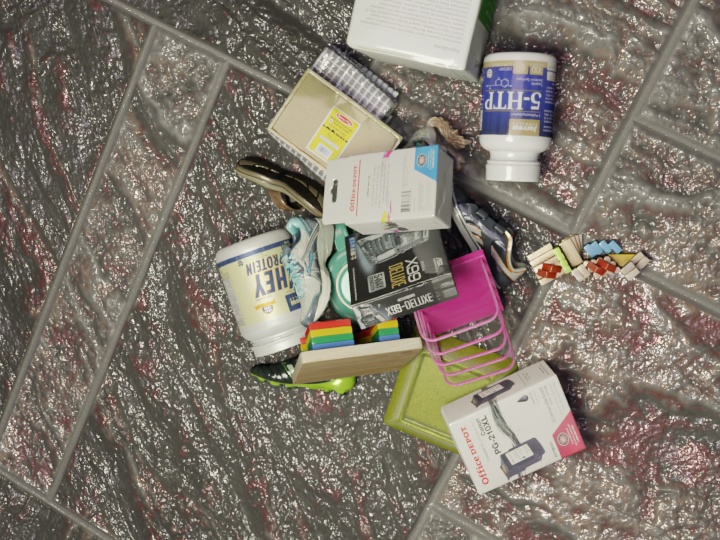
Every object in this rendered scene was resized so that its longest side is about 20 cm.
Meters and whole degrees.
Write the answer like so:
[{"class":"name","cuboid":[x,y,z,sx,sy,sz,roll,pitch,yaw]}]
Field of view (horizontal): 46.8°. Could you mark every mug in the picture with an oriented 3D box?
[{"class":"mug","cuboid":[-0.001,0.011,1.460,0.184,0.114,0.153,30,103,9]}]

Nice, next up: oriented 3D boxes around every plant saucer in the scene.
[{"class":"plant saucer","cuboid":[0.155,0.225,1.480,0.198,0.048,0.202,20,101,11]}]

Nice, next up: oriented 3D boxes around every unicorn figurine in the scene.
[{"class":"unicorn figurine","cuboid":[0.086,-0.187,1.445,0.200,0.074,0.138,-42,85,-1]}]

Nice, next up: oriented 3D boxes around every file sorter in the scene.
[{"class":"file sorter","cuboid":[0.168,0.087,1.357,0.138,0.200,0.126,-20,57,8]}]

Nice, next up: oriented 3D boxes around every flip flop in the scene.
[{"class":"flip flop","cuboid":[-0.140,-0.143,1.503,0.198,0.081,0.058,25,119,12]}]

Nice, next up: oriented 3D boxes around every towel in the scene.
[{"class":"towel","cuboid":[-0.048,-0.272,1.455,0.165,0.086,0.201,40,104,6]}]

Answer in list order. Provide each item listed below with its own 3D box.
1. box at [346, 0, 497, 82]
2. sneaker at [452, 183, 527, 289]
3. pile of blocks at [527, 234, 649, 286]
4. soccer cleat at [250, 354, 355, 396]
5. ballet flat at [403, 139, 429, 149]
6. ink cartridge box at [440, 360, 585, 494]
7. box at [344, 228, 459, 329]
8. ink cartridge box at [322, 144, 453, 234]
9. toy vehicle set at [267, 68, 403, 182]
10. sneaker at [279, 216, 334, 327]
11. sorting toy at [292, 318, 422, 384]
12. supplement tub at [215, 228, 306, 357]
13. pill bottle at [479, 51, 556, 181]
[{"class":"box","cuboid":[0.106,-0.414,1.339,0.198,0.199,0.173,16,101,12]},{"class":"sneaker","cuboid":[0.215,-0.069,1.416,0.079,0.078,0.201,-25,101,20]},{"class":"pile of blocks","cuboid":[0.379,-0.019,1.387,0.198,0.062,0.083,-5,95,14]},{"class":"soccer cleat","cuboid":[-0.105,0.181,1.539,0.198,0.068,0.082,6,88,7]},{"class":"ballet flat","cuboid":[0.093,-0.115,1.395,0.071,0.072,0.202,4,116,14]},{"class":"ink cartridge box","cuboid":[0.255,0.265,1.407,0.198,0.084,0.146,-25,102,2]},{"class":"box","cuboid":[0.059,-0.008,1.299,0.156,0.201,0.050,-19,123,8]},{"class":"ink cartridge box","cuboid":[0.043,-0.123,1.318,0.198,0.068,0.117,-2,76,29]},{"class":"toy vehicle set","cuboid":[-0.042,-0.228,1.397,0.199,0.027,0.125,36,93,0]},{"class":"sneaker","cuboid":[-0.100,0.000,1.423,0.086,0.078,0.202,13,63,-25]},{"class":"sorting toy","cuboid":[-0.015,0.131,1.415,0.198,0.199,0.070,-6,74,-11]},{"class":"supplement tub","cuboid":[-0.164,0.039,1.490,0.144,0.145,0.202,-19,92,16]},{"class":"pill bottle","cuboid":[0.256,-0.248,1.363,0.118,0.120,0.203,3,97,14]}]
